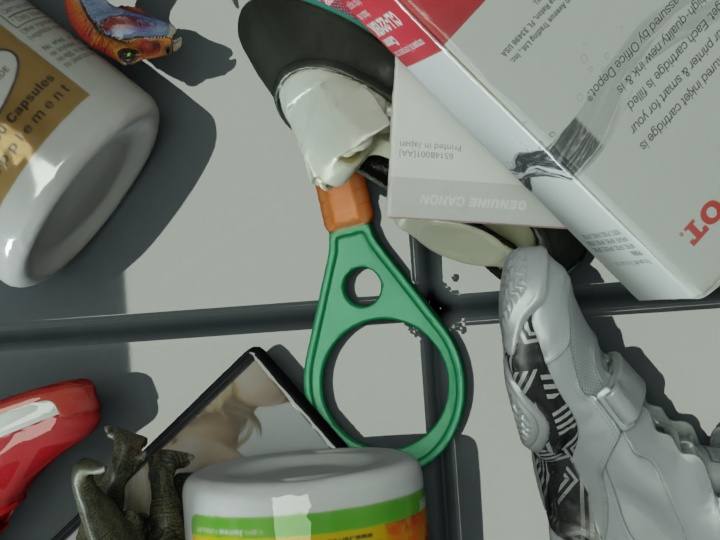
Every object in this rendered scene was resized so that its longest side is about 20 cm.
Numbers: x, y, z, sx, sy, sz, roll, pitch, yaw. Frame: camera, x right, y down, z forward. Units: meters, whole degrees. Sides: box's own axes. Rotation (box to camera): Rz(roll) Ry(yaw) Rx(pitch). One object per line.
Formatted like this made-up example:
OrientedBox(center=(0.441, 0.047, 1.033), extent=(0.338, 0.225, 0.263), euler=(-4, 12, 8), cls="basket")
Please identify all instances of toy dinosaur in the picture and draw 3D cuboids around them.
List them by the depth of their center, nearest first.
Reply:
OrientedBox(center=(-0.107, 0.134, 1.146), extent=(0.076, 0.200, 0.103), euler=(9, 70, -12), cls="toy dinosaur")
OrientedBox(center=(-0.073, -0.190, 1.186), extent=(0.105, 0.200, 0.181), euler=(40, 112, -21), cls="toy dinosaur")

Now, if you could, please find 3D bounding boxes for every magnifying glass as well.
OrientedBox(center=(0.000, 0.000, 1.210), extent=(0.079, 0.022, 0.202), euler=(-13, 89, 11), cls="magnifying glass")

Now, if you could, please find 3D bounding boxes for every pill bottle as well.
OrientedBox(center=(-0.019, 0.188, 1.135), extent=(0.110, 0.111, 0.202), euler=(-4, 94, 10), cls="pill bottle")
OrientedBox(center=(-0.205, -0.094, 1.199), extent=(0.200, 0.114, 0.115), euler=(37, 96, 9), cls="pill bottle")

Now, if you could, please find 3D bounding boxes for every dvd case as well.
OrientedBox(center=(-0.074, 0.155, 1.213), extent=(0.200, 0.018, 0.143), euler=(-44, 83, 13), cls="dvd case")

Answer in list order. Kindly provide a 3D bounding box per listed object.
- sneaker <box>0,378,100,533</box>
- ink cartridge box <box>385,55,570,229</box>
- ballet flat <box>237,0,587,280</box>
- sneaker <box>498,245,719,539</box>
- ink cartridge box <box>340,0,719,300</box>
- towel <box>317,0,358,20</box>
OrientedBox(center=(-0.190, 0.141, 1.216), extent=(0.199, 0.078, 0.116), euler=(-31, 83, 22), cls="sneaker")
OrientedBox(center=(0.107, -0.106, 1.143), extent=(0.198, 0.045, 0.178), euler=(4, 89, -10), cls="ink cartridge box")
OrientedBox(center=(0.020, -0.057, 1.160), extent=(0.199, 0.069, 0.068), euler=(32, 138, 0), cls="ballet flat")
OrientedBox(center=(0.132, 0.073, 1.142), extent=(0.114, 0.075, 0.201), euler=(-14, 109, 6), cls="sneaker")
OrientedBox(center=(0.113, -0.104, 1.079), extent=(0.200, 0.084, 0.144), euler=(44, 81, -6), cls="ink cartridge box")
OrientedBox(center=(0.055, -0.188, 1.195), extent=(0.146, 0.030, 0.200), euler=(43, 97, 7), cls="towel")
